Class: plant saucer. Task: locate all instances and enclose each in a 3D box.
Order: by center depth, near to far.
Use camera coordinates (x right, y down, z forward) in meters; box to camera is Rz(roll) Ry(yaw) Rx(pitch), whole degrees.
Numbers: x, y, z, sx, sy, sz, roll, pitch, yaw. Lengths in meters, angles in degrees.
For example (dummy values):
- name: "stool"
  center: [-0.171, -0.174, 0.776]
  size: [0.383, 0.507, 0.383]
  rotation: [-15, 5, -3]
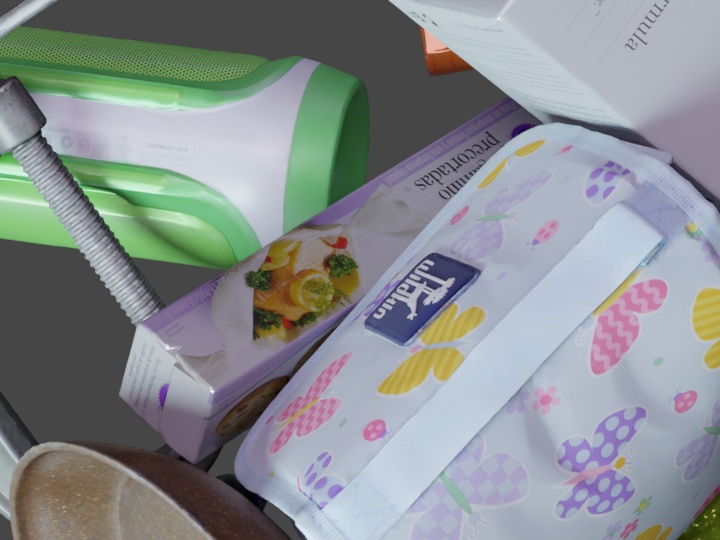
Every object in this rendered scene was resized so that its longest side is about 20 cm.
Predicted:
- name: "plant saucer"
  center: [-0.044, 0.135, 0.999]
  size: [0.037, 0.201, 0.200]
  rotation: [-35, 73, -28]

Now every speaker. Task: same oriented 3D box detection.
- name: "speaker"
  center: [-0.101, -0.048, 1.092]
  size: [0.199, 0.088, 0.089]
  rotation: [8, 78, 10]

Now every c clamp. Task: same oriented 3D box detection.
- name: "c clamp"
  center: [-0.110, 0.005, 1.051]
  size: [0.171, 0.027, 0.200]
  rotation: [-23, 106, 24]

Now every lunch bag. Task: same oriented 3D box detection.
- name: "lunch bag"
  center: [0.053, 0.046, 0.989]
  size: [0.127, 0.200, 0.170]
  rotation: [42, 86, 15]

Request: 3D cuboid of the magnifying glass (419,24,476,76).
- name: "magnifying glass"
  center: [0.122, -0.103, 1.106]
  size: [0.199, 0.022, 0.080]
  rotation: [-10, 76, 7]

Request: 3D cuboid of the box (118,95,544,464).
- name: "box"
  center: [0.000, 0.000, 1.033]
  size: [0.039, 0.041, 0.200]
  rotation: [41, 48, 20]

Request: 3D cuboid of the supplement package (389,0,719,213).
- name: "supplement package"
  center: [0.130, -0.075, 1.003]
  size: [0.200, 0.110, 0.114]
  rotation: [36, 87, -21]

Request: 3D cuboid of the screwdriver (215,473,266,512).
- name: "screwdriver"
  center: [-0.009, 0.059, 1.081]
  size: [0.200, 0.028, 0.029]
  rotation: [-36, 46, 2]
